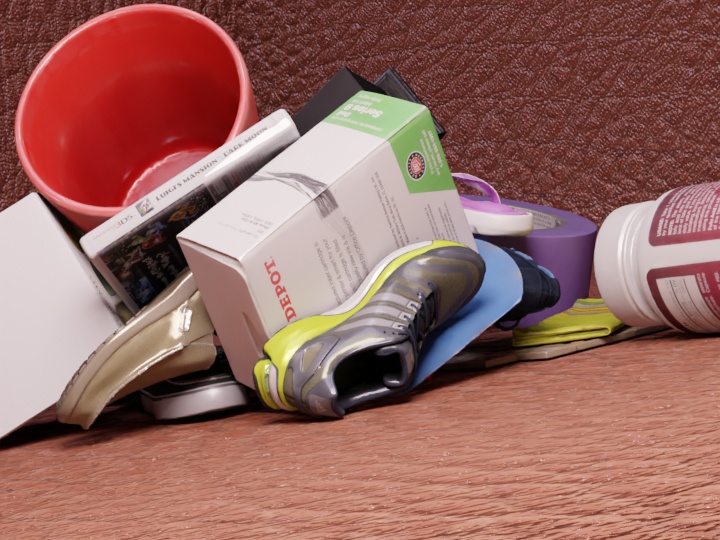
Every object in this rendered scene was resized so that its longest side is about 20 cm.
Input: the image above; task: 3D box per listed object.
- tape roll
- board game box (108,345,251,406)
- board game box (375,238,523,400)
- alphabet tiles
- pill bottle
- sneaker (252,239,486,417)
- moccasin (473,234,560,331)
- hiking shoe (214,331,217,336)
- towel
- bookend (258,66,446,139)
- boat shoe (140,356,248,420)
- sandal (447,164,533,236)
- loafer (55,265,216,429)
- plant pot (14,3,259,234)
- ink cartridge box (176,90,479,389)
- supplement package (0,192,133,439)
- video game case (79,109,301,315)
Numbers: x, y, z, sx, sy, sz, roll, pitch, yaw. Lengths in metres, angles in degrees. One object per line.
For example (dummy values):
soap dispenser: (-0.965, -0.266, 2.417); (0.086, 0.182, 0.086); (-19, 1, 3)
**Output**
tape roll: (0.114, -0.012, 1.930); (0.199, 0.086, 0.200); (7, 12, -1)
board game box: (-0.144, 0.089, 1.880); (0.134, 0.028, 0.200); (-7, 3, 10)
board game box: (0.035, 0.049, 1.610); (0.200, 0.039, 0.158); (-38, 35, -24)
alphabet tiles: (0.144, 0.060, 1.719); (0.199, 0.008, 0.167); (-11, 3, -37)
pill bottle: (0.280, -0.011, 1.575); (0.114, 0.115, 0.199); (-12, 4, -43)
sneaker: (0.022, 0.049, 1.508); (0.200, 0.074, 0.081); (-36, 38, -26)
moccasin: (0.113, 0.019, 1.727); (0.068, 0.081, 0.200); (8, 7, -11)
hiking shoe: (-0.080, 0.034, 1.797); (0.199, 0.087, 0.075); (9, -32, 2)
towel: (0.193, 0.038, 1.748); (0.086, 0.018, 0.200); (-10, 2, 22)
bookend: (-0.056, -0.106, 1.888); (0.199, 0.092, 0.200); (-44, -25, 13)
boat shoe: (-0.141, 0.085, 1.676); (0.068, 0.057, 0.200); (-10, 2, -19)
sandal: (0.082, -0.067, 1.844); (0.082, 0.050, 0.202); (0, 11, -39)
loafer: (-0.143, 0.054, 1.582); (0.200, 0.068, 0.076); (-43, 3, -14)
plant pot: (-0.160, -0.086, 1.717); (0.199, 0.201, 0.178); (-9, -31, 11)
ink cartridge box: (-0.022, -0.017, 1.562); (0.200, 0.147, 0.084); (-39, 37, -26)
supplement package: (-0.276, 0.037, 1.719); (0.150, 0.152, 0.200); (-32, 3, 1)
video game case: (-0.112, -0.031, 1.638); (0.181, 0.023, 0.200); (-33, -22, -4)
